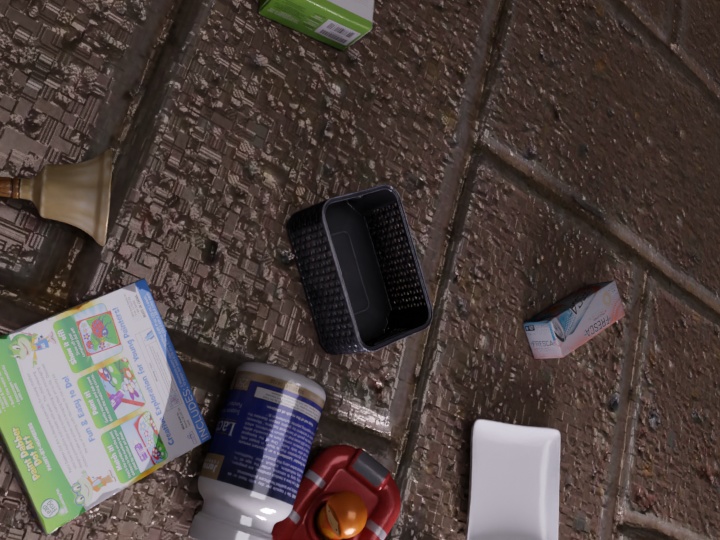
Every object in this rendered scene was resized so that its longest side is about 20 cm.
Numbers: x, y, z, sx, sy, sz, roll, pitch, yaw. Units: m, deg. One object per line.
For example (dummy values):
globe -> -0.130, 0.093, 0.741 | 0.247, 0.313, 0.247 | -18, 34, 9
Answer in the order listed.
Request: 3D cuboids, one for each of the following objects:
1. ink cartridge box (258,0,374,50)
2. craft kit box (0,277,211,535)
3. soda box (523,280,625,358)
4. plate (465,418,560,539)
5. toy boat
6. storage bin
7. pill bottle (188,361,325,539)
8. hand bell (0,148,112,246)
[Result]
ink cartridge box -> -0.053, -0.439, 1.030 | 0.146, 0.075, 0.203 | 14, 73, -33
craft kit box -> -0.286, 0.138, 0.785 | 0.196, 0.048, 0.203 | -25, 97, -38
soda box -> 0.370, 0.083, 1.256 | 0.199, 0.063, 0.069 | -24, 96, -37
plate -> 0.232, 0.340, 1.132 | 0.198, 0.032, 0.203 | 14, 75, -34
toy boat -> -0.029, 0.299, 0.872 | 0.130, 0.131, 0.201 | 36, 59, 5
storage bin -> 0.000, 0.000, 0.984 | 0.134, 0.093, 0.203 | -18, 94, -37
pill bottle -> -0.120, 0.219, 0.845 | 0.115, 0.115, 0.202 | 29, 66, -28
hand bell -> -0.364, -0.085, 0.756 | 0.197, 0.104, 0.106 | 4, 80, -22
